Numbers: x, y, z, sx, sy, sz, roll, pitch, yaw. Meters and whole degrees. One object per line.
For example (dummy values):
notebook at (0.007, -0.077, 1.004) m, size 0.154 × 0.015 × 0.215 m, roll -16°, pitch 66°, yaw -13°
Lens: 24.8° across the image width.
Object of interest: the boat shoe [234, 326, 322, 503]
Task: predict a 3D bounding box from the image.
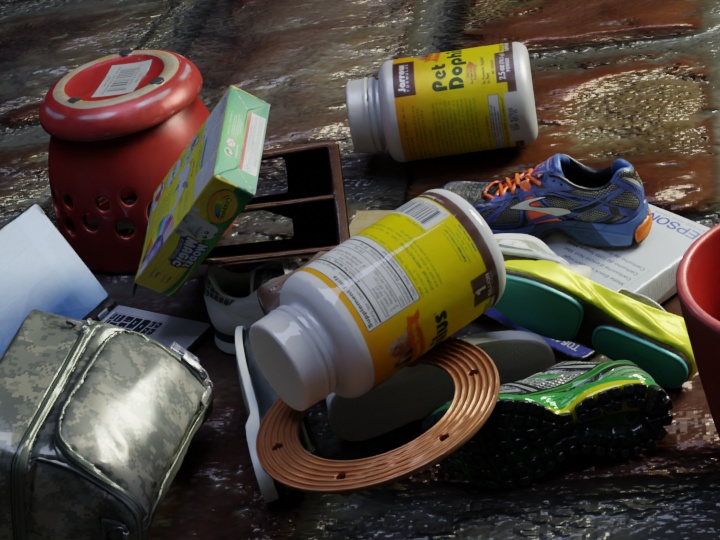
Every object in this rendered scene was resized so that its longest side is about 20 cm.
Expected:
boat shoe at (-0.069, 0.116, 1.386) m, size 0.060 × 0.076 × 0.201 m, roll -14°, pitch 42°, yaw -2°

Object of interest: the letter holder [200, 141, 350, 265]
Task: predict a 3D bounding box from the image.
letter holder at (-0.104, -0.064, 1.576) m, size 0.140 × 0.102 × 0.200 m, roll -9°, pitch 5°, yaw -14°

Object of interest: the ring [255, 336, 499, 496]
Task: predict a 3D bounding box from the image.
ring at (0.014, 0.114, 1.273) m, size 0.198 × 0.019 × 0.201 m, roll -17°, pitch 27°, yaw 9°

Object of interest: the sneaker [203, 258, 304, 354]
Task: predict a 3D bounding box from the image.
sneaker at (-0.049, 0.031, 1.509) m, size 0.197 × 0.081 × 0.077 m, roll -3°, pitch 29°, yaw 12°

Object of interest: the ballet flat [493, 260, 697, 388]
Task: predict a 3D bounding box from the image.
ballet flat at (0.197, 0.033, 1.378) m, size 0.198 × 0.067 × 0.067 m, roll 25°, pitch 51°, yaw 6°

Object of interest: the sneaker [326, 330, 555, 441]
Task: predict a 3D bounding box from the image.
sneaker at (0.061, 0.070, 1.410) m, size 0.197 × 0.074 × 0.116 m, roll -14°, pitch 33°, yaw -1°

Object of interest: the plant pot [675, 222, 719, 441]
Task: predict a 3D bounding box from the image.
plant pot at (0.338, 0.072, 1.204) m, size 0.198 × 0.179 × 0.201 m, roll -9°, pitch 29°, yaw 5°

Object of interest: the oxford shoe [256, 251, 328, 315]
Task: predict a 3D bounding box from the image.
oxford shoe at (0.000, 0.000, 1.459) m, size 0.198 × 0.072 × 0.073 m, roll -21°, pitch 48°, yaw -29°

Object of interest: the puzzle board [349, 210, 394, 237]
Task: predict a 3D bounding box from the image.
puzzle board at (0.068, -0.014, 1.606) m, size 0.197 × 0.018 × 0.151 m, roll 0°, pitch 34°, yaw 21°

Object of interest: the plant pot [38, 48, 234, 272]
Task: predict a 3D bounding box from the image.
plant pot at (-0.242, -0.124, 1.739) m, size 0.198 × 0.184 × 0.201 m, roll -11°, pitch 29°, yaw 6°

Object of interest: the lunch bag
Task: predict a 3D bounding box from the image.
lunch bag at (-0.223, 0.140, 1.343) m, size 0.166 × 0.141 × 0.201 m, roll 14°, pitch 36°, yaw 7°

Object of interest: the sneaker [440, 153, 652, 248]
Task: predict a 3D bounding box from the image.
sneaker at (0.168, -0.072, 1.497) m, size 0.197 × 0.079 × 0.076 m, roll 0°, pitch 33°, yaw 11°

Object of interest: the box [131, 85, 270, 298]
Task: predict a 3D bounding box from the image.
box at (-0.152, -0.062, 1.507) m, size 0.048 × 0.200 × 0.118 m, roll 25°, pitch 47°, yaw -21°

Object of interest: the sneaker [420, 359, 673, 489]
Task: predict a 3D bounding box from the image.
sneaker at (0.145, 0.119, 1.312) m, size 0.197 × 0.079 × 0.085 m, roll -7°, pitch 20°, yaw -5°

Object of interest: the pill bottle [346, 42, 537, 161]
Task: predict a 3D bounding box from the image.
pill bottle at (0.088, -0.179, 1.767) m, size 0.197 × 0.110 × 0.110 m, roll -8°, pitch 30°, yaw 7°

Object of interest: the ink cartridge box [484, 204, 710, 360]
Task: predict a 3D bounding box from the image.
ink cartridge box at (0.194, -0.012, 1.512) m, size 0.199 × 0.041 × 0.198 m, roll -32°, pitch 41°, yaw -33°

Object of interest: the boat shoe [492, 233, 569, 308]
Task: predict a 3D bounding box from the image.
boat shoe at (0.082, 0.005, 1.408) m, size 0.199 × 0.076 × 0.065 m, roll -2°, pitch 9°, yaw -18°

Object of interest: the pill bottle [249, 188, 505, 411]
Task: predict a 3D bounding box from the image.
pill bottle at (0.012, 0.026, 1.295) m, size 0.199 × 0.110 × 0.109 m, roll -32°, pitch 35°, yaw -23°

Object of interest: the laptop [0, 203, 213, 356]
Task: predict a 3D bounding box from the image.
laptop at (-0.279, 0.044, 1.533) m, size 0.198 × 0.117 × 0.187 m, roll 9°, pitch 37°, yaw 32°
